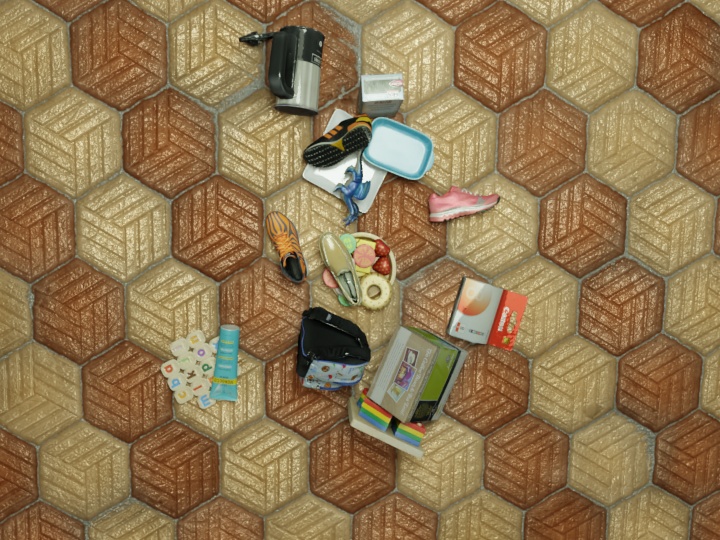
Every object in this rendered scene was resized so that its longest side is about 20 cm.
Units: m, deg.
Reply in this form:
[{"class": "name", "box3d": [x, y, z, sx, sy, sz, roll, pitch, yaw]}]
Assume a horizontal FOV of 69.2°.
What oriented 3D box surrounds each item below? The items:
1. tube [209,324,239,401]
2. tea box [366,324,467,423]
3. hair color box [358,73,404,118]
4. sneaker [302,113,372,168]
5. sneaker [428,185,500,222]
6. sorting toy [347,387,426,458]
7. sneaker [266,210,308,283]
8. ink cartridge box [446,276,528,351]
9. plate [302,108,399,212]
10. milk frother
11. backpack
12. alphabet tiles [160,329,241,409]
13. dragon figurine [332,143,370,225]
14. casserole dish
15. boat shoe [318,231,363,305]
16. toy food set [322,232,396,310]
[{"class": "tube", "box3d": [-0.359, 0.250, 1.400, 0.075, 0.050, 0.205, 8, 99, 3]}, {"class": "tea box", "box3d": [0.148, 0.264, 1.338, 0.132, 0.195, 0.204, 26, 94, 35]}, {"class": "hair color box", "box3d": [0.046, -0.424, 1.282, 0.096, 0.200, 0.062, -4, 96, -2]}, {"class": "sneaker", "box3d": [-0.055, -0.331, 1.323, 0.197, 0.091, 0.070, -19, 132, 25]}, {"class": "sneaker", "box3d": [0.273, -0.187, 1.378, 0.195, 0.074, 0.089, -14, 95, -1]}, {"class": "sorting toy", "box3d": [0.069, 0.382, 1.361, 0.196, 0.200, 0.071, 26, 90, -4]}, {"class": "sneaker", "box3d": [-0.188, -0.061, 1.351, 0.076, 0.112, 0.203, -27, 96, 0]}, {"class": "ink cartridge box", "box3d": [0.349, 0.123, 1.423, 0.196, 0.050, 0.166, 17, 95, 0]}, {"class": "plate", "box3d": [-0.024, -0.287, 1.377, 0.197, 0.032, 0.203, 28, 94, -4]}, {"class": "milk frother", "box3d": [-0.203, -0.503, 1.313, 0.197, 0.179, 0.193, 10, 96, 40]}, {"class": "backpack", "box3d": [-0.071, 0.218, 1.351, 0.186, 0.202, 0.156, 8, 126, -10]}, {"class": "alphabet tiles", "box3d": [-0.433, 0.269, 1.422, 0.193, 0.015, 0.203, -26, 96, -2]}, {"class": "dragon figurine", "box3d": [-0.005, -0.217, 1.336, 0.098, 0.059, 0.202, 31, 101, -8]}, {"class": "casserole dish", "box3d": [0.095, -0.312, 1.346, 0.196, 0.039, 0.124, 21, 93, -6]}, {"class": "boat shoe", "box3d": [-0.046, -0.006, 1.332, 0.071, 0.076, 0.203, -29, 95, 1]}, {"class": "toy food set", "box3d": [0.000, 0.000, 1.397, 0.193, 0.049, 0.205, 11, 95, -3]}]
